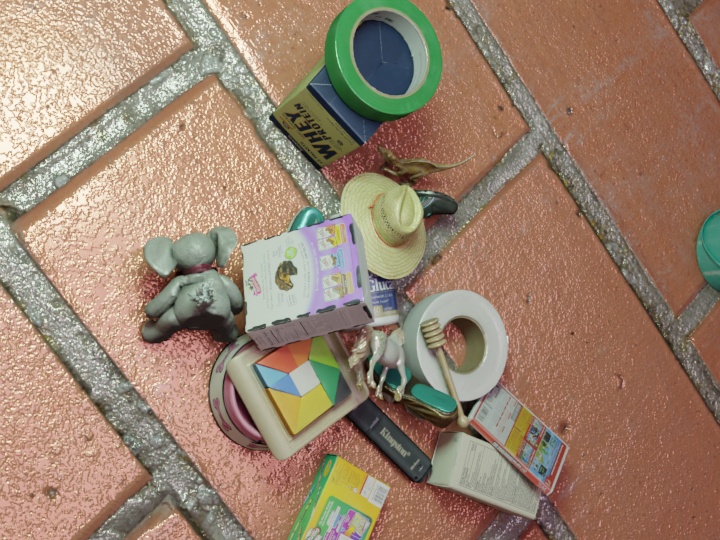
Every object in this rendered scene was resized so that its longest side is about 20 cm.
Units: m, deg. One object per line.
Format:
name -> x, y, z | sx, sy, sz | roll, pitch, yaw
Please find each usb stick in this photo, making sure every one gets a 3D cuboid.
usb stick -> 0.051, 0.299, 1.727 | 0.200, 0.032, 0.056 | 46, 66, -14

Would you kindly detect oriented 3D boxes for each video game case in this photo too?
video game case -> 0.293, 0.303, 1.788 | 0.200, 0.017, 0.143 | 42, 35, 2

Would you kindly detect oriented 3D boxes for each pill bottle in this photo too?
pill bottle -> 0.000, 0.000, 1.698 | 0.109, 0.111, 0.204 | -8, 87, -26

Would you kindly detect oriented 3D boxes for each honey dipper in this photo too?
honey dipper -> 0.154, 0.184, 1.717 | 0.038, 0.038, 0.204 | -23, 97, -26

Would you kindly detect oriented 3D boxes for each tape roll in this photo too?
tape roll -> 0.174, 0.140, 1.788 | 0.199, 0.071, 0.207 | 4, 81, -25
tape roll -> 0.039, -0.347, 1.575 | 0.197, 0.048, 0.205 | 4, 81, -26

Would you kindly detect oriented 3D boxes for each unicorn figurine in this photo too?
unicorn figurine -> 0.040, 0.147, 1.640 | 0.072, 0.200, 0.140 | 2, 69, 16

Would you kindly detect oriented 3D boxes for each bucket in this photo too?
bucket -> 0.842, -0.046, 2.105 | 0.203, 0.134, 0.212 | 4, 81, -26

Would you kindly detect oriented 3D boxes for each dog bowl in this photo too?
dog bowl -> -0.151, 0.200, 1.619 | 0.196, 0.074, 0.205 | 4, 81, -25

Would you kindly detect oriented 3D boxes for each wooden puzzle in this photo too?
wooden puzzle -> -0.097, 0.181, 1.587 | 0.198, 0.037, 0.187 | -32, 98, -26

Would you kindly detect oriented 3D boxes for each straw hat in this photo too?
straw hat -> 0.063, -0.094, 1.650 | 0.198, 0.085, 0.205 | 17, 59, -30

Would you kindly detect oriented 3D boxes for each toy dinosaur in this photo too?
toy dinosaur -> 0.109, -0.189, 1.782 | 0.196, 0.101, 0.060 | 3, 81, -25

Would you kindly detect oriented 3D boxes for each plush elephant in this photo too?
plush elephant -> -0.267, 0.013, 1.548 | 0.161, 0.200, 0.158 | -1, 65, -19

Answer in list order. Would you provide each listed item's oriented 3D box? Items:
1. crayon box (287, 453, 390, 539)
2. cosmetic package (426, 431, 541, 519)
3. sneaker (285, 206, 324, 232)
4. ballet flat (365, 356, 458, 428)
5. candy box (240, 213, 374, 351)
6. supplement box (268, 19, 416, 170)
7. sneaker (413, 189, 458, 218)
crayon box -> -0.044, 0.432, 1.649 | 0.118, 0.058, 0.203 | 32, 71, -19
cosmetic package -> 0.232, 0.376, 1.776 | 0.198, 0.087, 0.105 | 26, 73, -22
sneaker -> -0.098, -0.015, 1.670 | 0.076, 0.079, 0.204 | 20, 74, -22
ballet flat -> 0.084, 0.219, 1.721 | 0.198, 0.073, 0.068 | 29, 43, 18
candy box -> -0.087, 0.019, 1.553 | 0.196, 0.072, 0.170 | -15, 56, 10
supplement box -> -0.023, -0.310, 1.678 | 0.134, 0.199, 0.201 | 44, 67, -14
sneaker -> 0.085, -0.115, 1.787 | 0.196, 0.075, 0.081 | 7, 90, -16
